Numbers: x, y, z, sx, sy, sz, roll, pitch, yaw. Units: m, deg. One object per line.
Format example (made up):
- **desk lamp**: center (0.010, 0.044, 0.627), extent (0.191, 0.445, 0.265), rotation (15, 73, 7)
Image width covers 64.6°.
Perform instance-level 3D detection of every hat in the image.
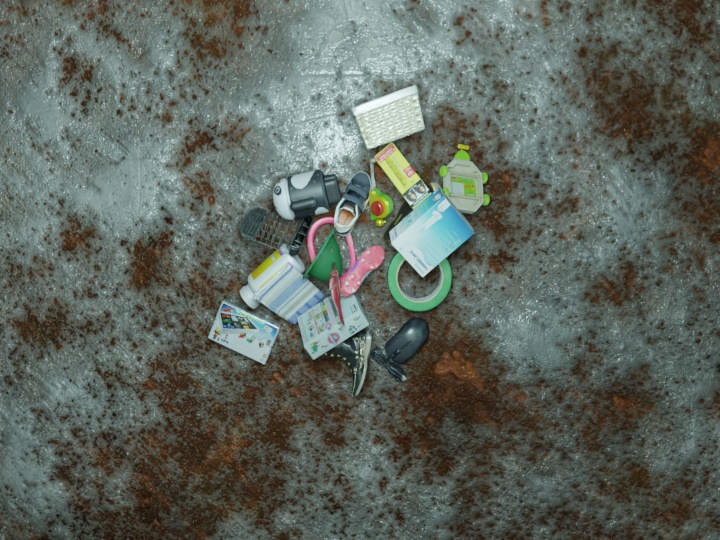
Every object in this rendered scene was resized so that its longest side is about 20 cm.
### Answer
- **hat**: center (-0.059, 0.009, 1.651), extent (0.174, 0.166, 0.203), rotation (34, 99, -4)

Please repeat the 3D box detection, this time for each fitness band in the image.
- **fitness band**: center (-0.087, -0.062, 1.743), extent (0.139, 0.037, 0.206), rotation (-13, 96, 5)

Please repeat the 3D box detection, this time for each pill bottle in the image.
- **pill bottle**: center (-0.269, 0.022, 1.718), extent (0.199, 0.104, 0.105), rotation (-40, 95, 5)

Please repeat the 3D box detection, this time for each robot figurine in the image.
- **robot figurine**: center (-0.157, -0.221, 1.651), extent (0.194, 0.150, 0.129), rotation (-12, 78, 2)

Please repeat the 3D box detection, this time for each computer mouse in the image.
- **computer mouse**: center (0.139, 0.236, 1.766), extent (0.138, 0.053, 0.201), rotation (41, 96, -3)

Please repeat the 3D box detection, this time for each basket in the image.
- **basket**: center (0.081, -0.436, 1.646), extent (0.194, 0.136, 0.127), rotation (-18, 101, 3)

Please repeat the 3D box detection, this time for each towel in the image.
- **towel**: center (-0.209, 0.074, 1.707), extent (0.146, 0.024, 0.200), rotation (-42, 137, 5)

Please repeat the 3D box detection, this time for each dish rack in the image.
- **dish rack**: center (-0.251, -0.129, 1.683), extent (0.195, 0.155, 0.055), rotation (21, 133, -1)

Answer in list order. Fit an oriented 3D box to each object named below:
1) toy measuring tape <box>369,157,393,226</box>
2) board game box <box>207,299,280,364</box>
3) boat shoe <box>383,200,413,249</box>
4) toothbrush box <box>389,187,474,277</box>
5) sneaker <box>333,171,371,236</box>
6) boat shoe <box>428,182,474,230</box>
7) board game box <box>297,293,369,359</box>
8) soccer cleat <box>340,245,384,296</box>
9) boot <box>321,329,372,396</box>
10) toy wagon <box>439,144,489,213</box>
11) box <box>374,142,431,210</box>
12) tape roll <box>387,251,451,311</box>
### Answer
- **toy measuring tape**: center (0.062, -0.228, 1.689), extent (0.071, 0.074, 0.206), rotation (-2, 111, 1)
- **board game box**: center (-0.361, 0.191, 1.774), extent (0.196, 0.035, 0.129), rotation (25, 97, -3)
- **boat shoe**: center (0.151, -0.153, 1.719), extent (0.076, 0.072, 0.201), rotation (38, 91, -36)
- **toothbrush box**: center (0.200, -0.107, 1.625), extent (0.199, 0.086, 0.146), rotation (-42, 111, 16)
- **sneaker**: center (-0.021, -0.202, 1.683), extent (0.076, 0.079, 0.205), rotation (19, 83, 6)
- **boat shoe**: center (0.271, -0.184, 1.709), extent (0.064, 0.071, 0.203), rotation (-33, 102, -4)
- **board game box**: center (-0.086, 0.151, 1.708), extent (0.197, 0.149, 0.065), rotation (-32, 124, 4)
- **soccer cleat**: center (0.000, 0.000, 1.713), extent (0.067, 0.076, 0.201), rotation (45, 60, -12)
- **boot**: center (-0.047, 0.273, 1.762), extent (0.146, 0.073, 0.206), rotation (11, 93, -2)
- **toy wagon**: center (0.305, -0.271, 1.686), extent (0.151, 0.039, 0.207), rotation (5, 74, -21)
- **box**: center (0.126, -0.274, 1.671), extent (0.075, 0.050, 0.202), rotation (-36, 73, 5)
- **tape roll**: center (0.179, 0.019, 1.741), extent (0.194, 0.048, 0.207), rotation (0, 97, 0)
